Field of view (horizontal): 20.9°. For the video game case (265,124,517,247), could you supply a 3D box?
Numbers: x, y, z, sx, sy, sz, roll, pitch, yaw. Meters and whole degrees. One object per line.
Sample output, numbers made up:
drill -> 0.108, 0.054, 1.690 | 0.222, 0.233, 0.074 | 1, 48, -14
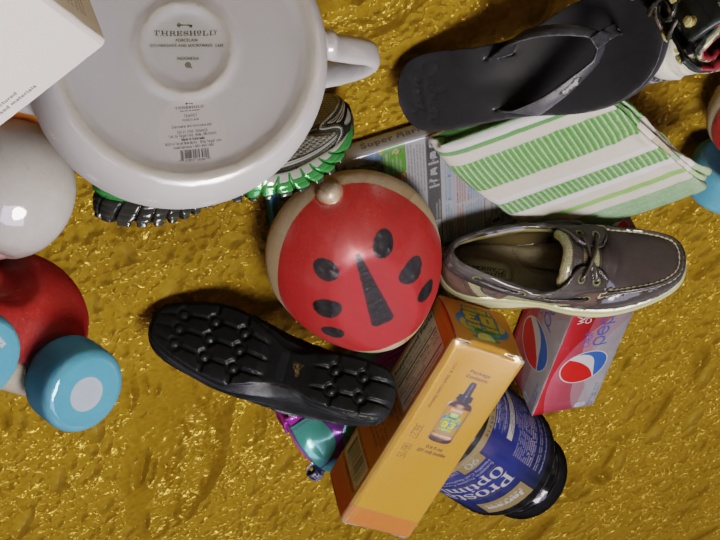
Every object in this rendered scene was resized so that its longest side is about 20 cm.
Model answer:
video game case -> 0.027, -0.056, 1.502 | 0.200, 0.018, 0.143 | -18, 145, -9

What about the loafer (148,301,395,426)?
loafer -> -0.071, 0.079, 1.527 | 0.200, 0.068, 0.070 | 18, 161, -3

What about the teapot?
teapot -> -0.116, -0.127, 1.220 | 0.198, 0.200, 0.146 | -52, -173, -12

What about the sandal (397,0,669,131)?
sandal -> 0.121, -0.138, 1.358 | 0.200, 0.076, 0.043 | -17, 179, 18

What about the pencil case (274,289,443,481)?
pencil case -> 0.024, 0.088, 1.628 | 0.200, 0.085, 0.092 | -35, 155, 14

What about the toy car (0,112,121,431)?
toy car -> -0.234, -0.027, 1.301 | 0.177, 0.184, 0.200 | 23, 95, -46

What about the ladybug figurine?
ladybug figurine -> 0.000, 0.000, 1.480 | 0.136, 0.072, 0.200 | -25, 144, 2

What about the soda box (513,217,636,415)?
soda box -> 0.185, 0.037, 1.666 | 0.063, 0.070, 0.200 | -9, 142, -19

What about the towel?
towel -> 0.162, -0.082, 1.481 | 0.152, 0.023, 0.200 | -20, 152, 28

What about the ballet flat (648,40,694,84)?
ballet flat -> 0.258, -0.186, 1.425 | 0.200, 0.072, 0.072 | -40, 142, 22

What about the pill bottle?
pill bottle -> 0.105, 0.153, 1.734 | 0.112, 0.112, 0.200 | -35, 143, 15

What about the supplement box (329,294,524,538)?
supplement box -> 0.050, 0.118, 1.561 | 0.066, 0.069, 0.200 | 18, 121, -24

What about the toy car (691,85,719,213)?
toy car -> 0.380, -0.076, 1.509 | 0.176, 0.200, 0.185 | -3, 140, -27

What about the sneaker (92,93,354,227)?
sneaker -> -0.091, -0.092, 1.338 | 0.200, 0.078, 0.085 | -17, 117, -30

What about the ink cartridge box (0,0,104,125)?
ink cartridge box -> -0.270, -0.176, 1.063 | 0.145, 0.147, 0.200 | -35, 143, 15

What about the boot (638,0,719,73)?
boot -> 0.177, -0.197, 1.288 | 0.203, 0.154, 0.074 | -12, 143, -17

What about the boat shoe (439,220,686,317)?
boat shoe -> 0.161, -0.003, 1.532 | 0.199, 0.073, 0.065 | -5, 166, -2
